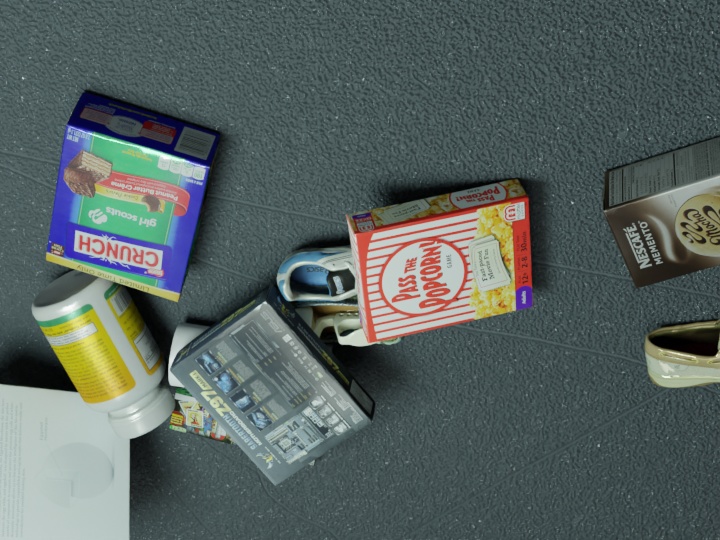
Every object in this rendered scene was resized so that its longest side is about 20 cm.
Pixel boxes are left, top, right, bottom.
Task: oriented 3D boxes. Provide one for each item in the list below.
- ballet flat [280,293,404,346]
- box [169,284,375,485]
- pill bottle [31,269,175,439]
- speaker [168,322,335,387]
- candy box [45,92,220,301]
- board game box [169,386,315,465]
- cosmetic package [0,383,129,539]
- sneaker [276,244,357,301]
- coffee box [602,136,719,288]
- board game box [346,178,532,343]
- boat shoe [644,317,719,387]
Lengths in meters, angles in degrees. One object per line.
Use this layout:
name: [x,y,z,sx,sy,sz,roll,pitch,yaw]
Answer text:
ballet flat: [-0.035,0.062,1.747,0.198,0.074,0.075,-5,125,14]
box: [-0.103,0.138,1.732,0.157,0.051,0.200,-36,105,20]
pill bottle: [-0.306,0.100,1.782,0.112,0.113,0.201,-18,113,22]
speaker: [-0.134,0.116,1.799,0.198,0.081,0.082,9,127,3]
candy box: [-0.263,-0.082,1.679,0.168,0.077,0.201,16,128,-2]
board game box: [-0.144,0.186,1.888,0.198,0.024,0.105,14,125,0]
cosmetic package: [-0.402,0.257,1.820,0.199,0.201,0.123,11,157,-34]
sneaker: [0.000,0.000,1.690,0.198,0.073,0.072,-12,123,11]
coffee box: [0.371,-0.070,1.567,0.199,0.080,0.113,-18,122,22]
board game box: [0.091,-0.010,1.645,0.198,0.046,0.152,-13,125,-6]
boat shoe: [0.423,0.087,1.677,0.198,0.074,0.067,-12,129,18]
